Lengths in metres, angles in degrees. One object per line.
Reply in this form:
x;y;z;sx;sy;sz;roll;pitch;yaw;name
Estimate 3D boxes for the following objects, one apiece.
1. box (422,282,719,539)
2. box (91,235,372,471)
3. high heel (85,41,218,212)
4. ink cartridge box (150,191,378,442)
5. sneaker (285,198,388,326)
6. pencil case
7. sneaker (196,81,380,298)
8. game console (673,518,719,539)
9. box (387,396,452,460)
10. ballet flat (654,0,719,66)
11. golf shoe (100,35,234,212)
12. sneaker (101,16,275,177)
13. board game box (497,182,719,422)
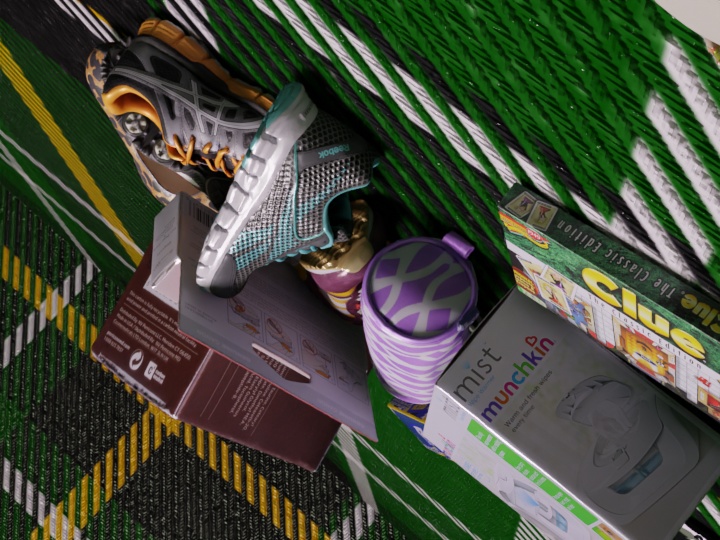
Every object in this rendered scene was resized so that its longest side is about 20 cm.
0.142;0.117;0.828;0.176;0.097;0.200;38;167;10;box
-0.116;0.070;1.157;0.166;0.164;0.200;26;177;46;box
-0.172;-0.113;1.057;0.200;0.071;0.143;48;170;4;high heel
-0.077;0.046;0.948;0.200;0.044;0.174;33;-151;-28;ink cartridge box
0.000;0.000;0.927;0.090;0.075;0.200;46;175;-10;sneaker
0.045;0.038;0.875;0.084;0.086;0.200;33;164;11;pencil case
-0.052;-0.035;0.825;0.091;0.078;0.200;28;138;-6;sneaker
0.301;0.266;1.000;0.200;0.116;0.176;37;-164;26;game console
0.106;0.134;1.032;0.064;0.070;0.200;49;165;-21;box
0.082;-0.121;0.316;0.200;0.064;0.076;46;167;-12;ballet flat
-0.142;-0.108;0.988;0.200;0.077;0.088;47;173;-16;golf shoe
-0.108;-0.106;0.887;0.200;0.077;0.078;37;164;17;sneaker
0.164;0.031;0.651;0.200;0.023;0.105;35;163;29;board game box
